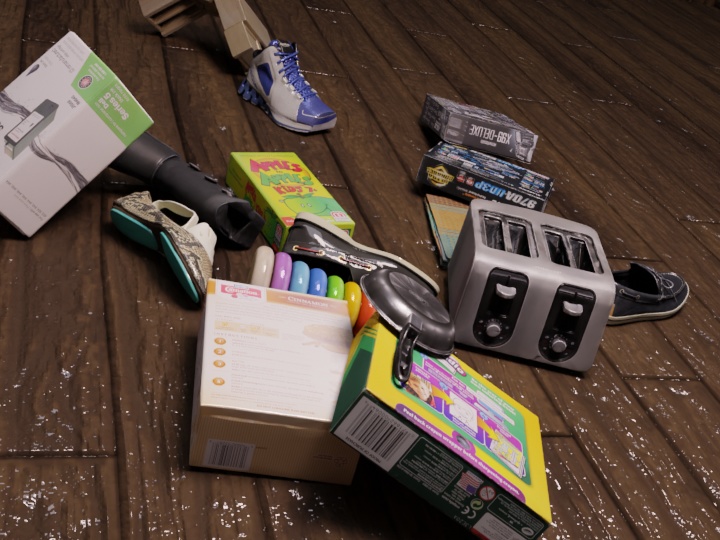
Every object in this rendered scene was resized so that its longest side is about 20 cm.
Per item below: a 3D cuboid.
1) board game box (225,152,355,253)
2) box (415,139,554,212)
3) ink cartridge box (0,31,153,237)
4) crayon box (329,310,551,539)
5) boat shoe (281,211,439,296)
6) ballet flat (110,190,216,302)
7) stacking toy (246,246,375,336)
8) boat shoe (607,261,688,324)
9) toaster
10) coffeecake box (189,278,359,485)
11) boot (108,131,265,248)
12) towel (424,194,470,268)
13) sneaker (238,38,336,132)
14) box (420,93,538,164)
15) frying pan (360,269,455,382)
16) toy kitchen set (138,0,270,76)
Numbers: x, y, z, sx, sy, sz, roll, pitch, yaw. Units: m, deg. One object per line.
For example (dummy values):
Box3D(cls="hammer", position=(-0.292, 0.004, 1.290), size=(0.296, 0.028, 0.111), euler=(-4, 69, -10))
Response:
Box3D(cls="board game box", position=(-0.098, -0.092, 1.236), size=(0.100, 0.048, 0.200), euler=(-4, 35, -30))
Box3D(cls="box", position=(0.198, -0.141, 1.435), size=(0.197, 0.047, 0.159), euler=(22, 21, 10))
Box3D(cls="ink cartridge box", position=(-0.363, -0.161, 1.078), size=(0.200, 0.084, 0.145), euler=(-43, 50, -6))
Box3D(cls="crayon box", position=(0.075, 0.139, 0.837), size=(0.199, 0.059, 0.173), euler=(37, 20, -8))
Box3D(cls="boat shoe", position=(-0.001, 0.001, 1.117), size=(0.199, 0.074, 0.064), euler=(25, 70, -5))
Box3D(cls="ballet flat", position=(-0.214, -0.041, 1.067), size=(0.075, 0.069, 0.199), euler=(-34, 50, -24))
Box3D(cls="stacking toy", position=(-0.029, 0.037, 1.025), size=(0.196, 0.086, 0.086), euler=(14, 29, -10))
Box3D(cls="boat shoe", position=(0.386, 0.024, 1.254), size=(0.197, 0.063, 0.075), euler=(-8, 35, -37))
Box3D(cls="toaster", position=(0.203, 0.013, 1.130), size=(0.178, 0.120, 0.201), euler=(14, 29, -3))
Box3D(cls="coffeecake box", position=(-0.082, 0.101, 0.891), size=(0.151, 0.074, 0.201), euler=(10, 30, -13))
Box3D(cls="boot", position=(-0.231, -0.108, 1.144), size=(0.199, 0.066, 0.164), euler=(39, 15, 32))
Box3D(cls="towel", position=(0.169, -0.048, 1.316), size=(0.144, 0.022, 0.201), euler=(11, 28, -11))
Box3D(cls="sneaker", position=(-0.124, -0.316, 1.529), size=(0.198, 0.117, 0.080), euler=(35, 36, 30))
Box3D(cls="box", position=(0.199, -0.247, 1.580), size=(0.155, 0.051, 0.200), euler=(12, 17, -13))
Box3D(cls="frying pan", position=(0.036, 0.040, 0.859), size=(0.115, 0.031, 0.190), euler=(42, 17, 13))
Box3D(cls="toy kitchen set", position=(-0.272, -0.425, 1.709), size=(0.203, 0.178, 0.163), euler=(69, 11, 18))
